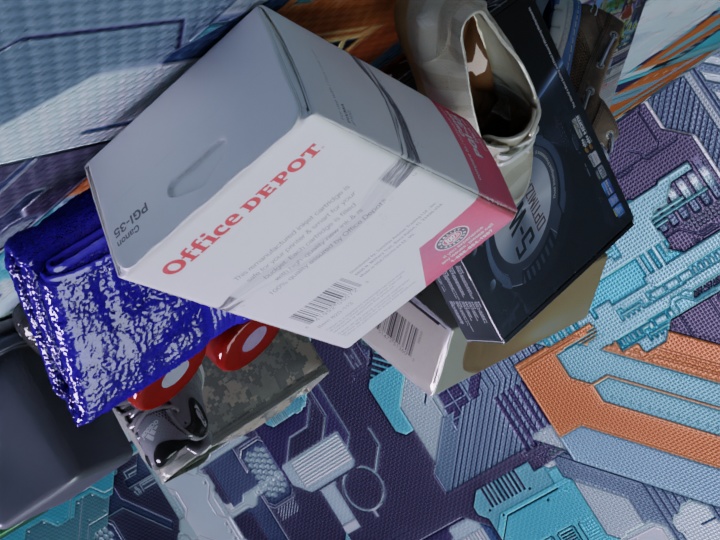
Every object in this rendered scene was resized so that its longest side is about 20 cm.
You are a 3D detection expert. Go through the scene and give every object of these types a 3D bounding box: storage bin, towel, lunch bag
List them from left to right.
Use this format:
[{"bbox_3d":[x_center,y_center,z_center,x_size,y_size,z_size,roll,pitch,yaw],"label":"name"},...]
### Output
[{"bbox_3d":[-0.276,0.129,1.147,0.145,0.135,0.200,-33,175,5],"label":"storage bin"},{"bbox_3d":[-0.111,-0.004,0.875,0.200,0.049,0.148,-33,132,-25],"label":"towel"},{"bbox_3d":[-0.159,0.093,1.383,0.199,0.164,0.118,-31,174,-21],"label":"lunch bag"}]

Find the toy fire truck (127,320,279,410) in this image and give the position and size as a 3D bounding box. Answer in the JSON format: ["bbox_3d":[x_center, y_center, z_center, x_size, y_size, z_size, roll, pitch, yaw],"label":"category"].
[{"bbox_3d":[-0.120,-0.012,0.982,0.200,0.112,0.168,-24,150,-47],"label":"toy fire truck"}]

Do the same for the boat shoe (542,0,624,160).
[{"bbox_3d":[0.164,-0.113,1.105,0.072,0.201,0.072,11,179,-2],"label":"boat shoe"}]

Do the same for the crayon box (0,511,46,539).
[{"bbox_3d":[-0.389,0.207,1.252,0.200,0.126,0.052,-30,175,-30],"label":"crayon box"}]

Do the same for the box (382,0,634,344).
[{"bbox_3d":[0.096,-0.075,1.002,0.160,0.201,0.043,-38,-159,-29],"label":"box"}]

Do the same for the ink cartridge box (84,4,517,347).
[{"bbox_3d":[-0.029,-0.044,0.792,0.146,0.083,0.200,-38,147,23],"label":"ink cartridge box"}]

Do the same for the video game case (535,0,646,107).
[{"bbox_3d":[0.173,-0.172,1.241,0.200,0.023,0.183,-29,146,-36],"label":"video game case"}]

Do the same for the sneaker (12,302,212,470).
[{"bbox_3d":[-0.174,0.089,1.074,0.075,0.116,0.200,-38,140,15],"label":"sneaker"}]

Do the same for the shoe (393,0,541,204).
[{"bbox_3d":[0.076,-0.102,0.891,0.070,0.053,0.200,-49,140,-17],"label":"shoe"}]

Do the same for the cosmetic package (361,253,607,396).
[{"bbox_3d":[0.097,0.015,1.150,0.200,0.105,0.071,-24,140,-41],"label":"cosmetic package"}]
